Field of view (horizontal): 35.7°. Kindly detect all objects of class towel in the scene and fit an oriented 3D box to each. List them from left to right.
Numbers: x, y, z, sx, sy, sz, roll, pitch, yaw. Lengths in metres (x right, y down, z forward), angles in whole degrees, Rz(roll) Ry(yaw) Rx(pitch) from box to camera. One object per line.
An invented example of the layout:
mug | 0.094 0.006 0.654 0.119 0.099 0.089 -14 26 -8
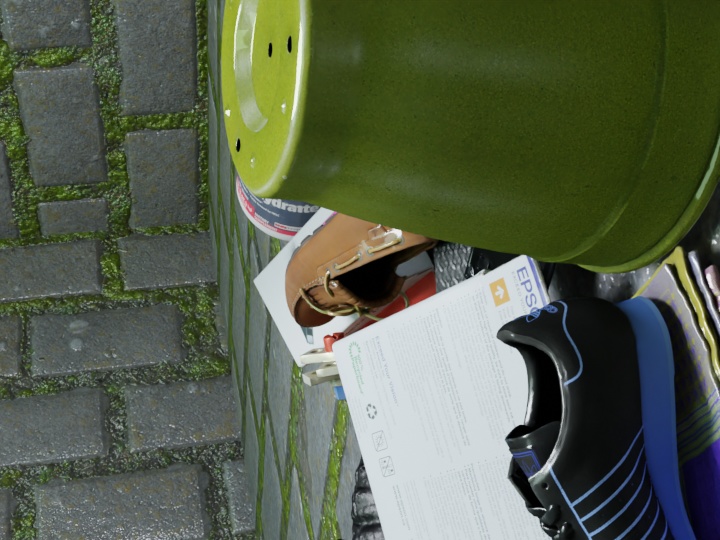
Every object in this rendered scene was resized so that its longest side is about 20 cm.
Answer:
towel | 0.157 0.105 0.541 0.144 0.022 0.202 114 149 -65

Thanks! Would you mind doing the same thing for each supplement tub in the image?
supplement tub | -0.062 -0.137 1.214 0.201 0.138 0.142 105 157 -59

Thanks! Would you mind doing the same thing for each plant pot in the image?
plant pot | 0.039 -0.099 0.529 0.200 0.190 0.203 179 90 -69

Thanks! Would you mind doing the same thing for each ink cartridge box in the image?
ink cartridge box | 0.000 0.040 0.944 0.175 0.043 0.200 62 145 10
ink cartridge box | 0.076 0.109 0.663 0.199 0.040 0.202 -27 75 50

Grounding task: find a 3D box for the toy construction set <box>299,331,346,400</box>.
toy construction set | 0.034 0.133 0.899 0.130 0.092 0.202 -3 116 50

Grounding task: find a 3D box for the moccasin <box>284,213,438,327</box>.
moccasin | 0.001 0.000 0.822 0.201 0.073 0.079 -41 65 50

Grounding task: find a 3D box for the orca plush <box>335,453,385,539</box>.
orca plush | 0.016 0.184 0.776 0.105 0.070 0.203 -11 77 52

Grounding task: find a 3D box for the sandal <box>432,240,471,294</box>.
sandal | 0.084 0.007 0.776 0.075 0.045 0.203 5 103 57

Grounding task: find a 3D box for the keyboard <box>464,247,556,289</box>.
keyboard | 0.110 -0.072 0.664 0.104 0.039 0.202 49 134 50

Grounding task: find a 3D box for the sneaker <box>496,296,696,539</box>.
sneaker | 0.111 0.114 0.526 0.070 0.077 0.203 137 127 -75

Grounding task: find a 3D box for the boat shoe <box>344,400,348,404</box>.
boat shoe | 0.008 0.105 1.149 0.200 0.067 0.073 172 93 -78
